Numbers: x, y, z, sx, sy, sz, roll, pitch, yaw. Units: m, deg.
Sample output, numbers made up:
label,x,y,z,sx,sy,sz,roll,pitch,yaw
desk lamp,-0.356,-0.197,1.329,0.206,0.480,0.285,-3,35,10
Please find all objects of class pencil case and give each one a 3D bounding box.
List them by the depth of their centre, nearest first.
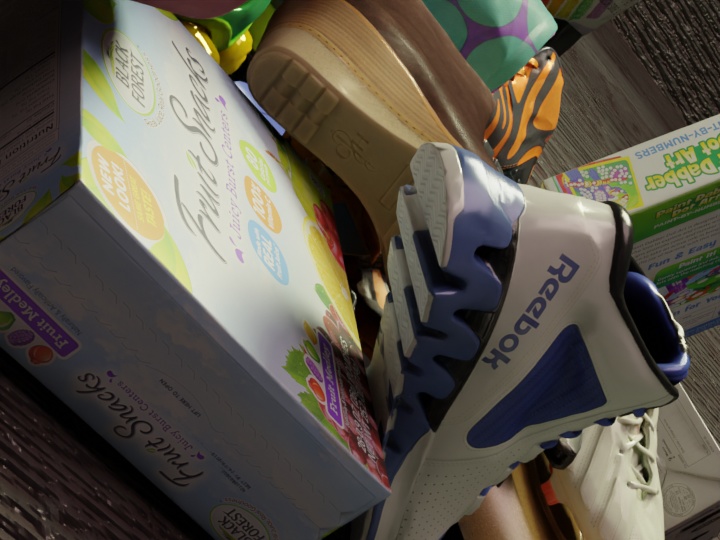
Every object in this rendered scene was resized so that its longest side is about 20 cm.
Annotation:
label,x,y,z,sx,sy,sz,roll,pitch,yaw
pencil case,0.026,-0.187,1.080,0.200,0.092,0.085,50,35,-23

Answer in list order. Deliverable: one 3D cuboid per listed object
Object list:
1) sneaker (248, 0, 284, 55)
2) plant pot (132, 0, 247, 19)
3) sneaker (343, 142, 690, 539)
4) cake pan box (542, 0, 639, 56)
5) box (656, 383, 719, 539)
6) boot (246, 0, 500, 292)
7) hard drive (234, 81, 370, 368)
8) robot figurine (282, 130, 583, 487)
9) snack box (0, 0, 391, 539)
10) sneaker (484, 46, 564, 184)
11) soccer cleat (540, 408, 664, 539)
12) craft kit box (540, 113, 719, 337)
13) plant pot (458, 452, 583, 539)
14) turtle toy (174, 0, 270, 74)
label,x,y,z,sx,sy,sz,roll,pitch,yaw
sneaker,-0.044,-0.170,1.030,0.200,0.081,0.074,50,11,27
plant pot,-0.098,-0.180,0.612,0.178,0.200,0.201,25,30,-31
sneaker,0.059,0.046,0.699,0.114,0.201,0.081,6,40,-12
cake pan box,0.084,-0.183,1.287,0.200,0.183,0.053,24,38,-64
box,0.158,0.104,1.063,0.117,0.060,0.200,61,0,15
boot,0.043,-0.052,0.826,0.200,0.072,0.166,48,27,-3
hard drive,0.000,0.000,0.952,0.201,0.025,0.132,60,16,13
robot figurine,0.032,0.008,0.856,0.144,0.058,0.201,3,48,-31
snack box,-0.072,-0.014,0.682,0.169,0.067,0.201,48,16,-30
sneaker,0.068,-0.132,1.229,0.077,0.113,0.200,17,-27,37
soccer cleat,0.121,0.063,0.912,0.069,0.077,0.202,35,36,-59
craft kit box,0.191,-0.017,1.114,0.198,0.198,0.049,97,-31,-61
plant pot,0.089,0.115,0.923,0.201,0.027,0.201,55,21,-34
turtle toy,-0.082,-0.174,0.909,0.146,0.101,0.200,55,15,-5
